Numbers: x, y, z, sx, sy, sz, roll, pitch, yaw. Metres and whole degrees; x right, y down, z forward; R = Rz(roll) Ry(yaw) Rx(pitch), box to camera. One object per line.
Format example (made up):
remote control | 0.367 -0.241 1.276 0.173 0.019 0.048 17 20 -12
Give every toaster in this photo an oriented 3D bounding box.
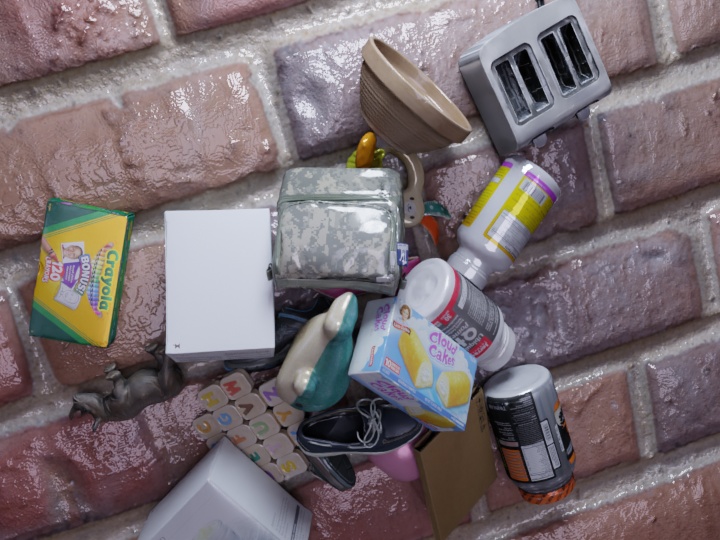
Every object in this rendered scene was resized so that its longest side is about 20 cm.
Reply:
toaster | 0.264 -0.304 1.078 0.178 0.119 0.203 -29 101 -4

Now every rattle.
rattle | 0.074 -0.126 1.070 0.130 0.143 0.201 -43 94 -24

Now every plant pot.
plant pot | 0.063 -0.240 1.031 0.200 0.202 0.093 39 112 -12

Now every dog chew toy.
dog chew toy | 0.091 0.235 1.137 0.123 0.124 0.202 35 84 -11

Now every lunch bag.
lunch bag | -0.027 -0.044 1.001 0.194 0.171 0.141 2 143 5

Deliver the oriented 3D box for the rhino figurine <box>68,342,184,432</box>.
rhino figurine | -0.365 0.189 1.090 0.196 0.060 0.089 -26 112 0

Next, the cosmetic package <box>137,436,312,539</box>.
cosmetic package | -0.214 0.414 1.094 0.200 0.123 0.199 43 104 -10

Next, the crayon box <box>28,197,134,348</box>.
crayon box | -0.418 0.004 1.056 0.115 0.058 0.206 10 97 -9

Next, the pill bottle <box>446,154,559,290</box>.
pill bottle | 0.220 -0.073 1.112 0.103 0.104 0.202 35 92 -11

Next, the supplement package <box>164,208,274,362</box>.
supplement package | -0.204 0.024 1.032 0.151 0.111 0.206 -2 78 -8

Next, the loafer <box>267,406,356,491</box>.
loafer | -0.088 0.285 1.149 0.062 0.072 0.201 -37 95 19

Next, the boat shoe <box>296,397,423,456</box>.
boat shoe | 0.001 0.232 1.047 0.194 0.062 0.077 -2 63 -4

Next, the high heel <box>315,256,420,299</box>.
high heel | 0.000 0.000 1.106 0.195 0.068 0.098 17 106 -15

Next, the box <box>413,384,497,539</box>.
box | 0.157 0.312 1.132 0.162 0.021 0.204 -36 126 -33

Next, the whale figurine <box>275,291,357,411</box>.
whale figurine | -0.044 0.121 0.995 0.102 0.161 0.201 30 132 -8

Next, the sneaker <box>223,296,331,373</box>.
sneaker | -0.126 0.106 1.117 0.195 0.073 0.084 -18 83 -10

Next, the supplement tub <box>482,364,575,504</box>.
supplement tub | 0.284 0.272 1.164 0.120 0.123 0.205 -20 101 -4

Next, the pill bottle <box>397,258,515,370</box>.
pill bottle | 0.157 0.077 1.106 0.199 0.111 0.112 36 92 -32

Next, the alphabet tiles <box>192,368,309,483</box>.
alphabet tiles | -0.168 0.251 1.106 0.193 0.015 0.202 -26 106 23

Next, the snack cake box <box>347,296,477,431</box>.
snack cake box | 0.081 0.139 1.017 0.199 0.066 0.117 37 57 -33
